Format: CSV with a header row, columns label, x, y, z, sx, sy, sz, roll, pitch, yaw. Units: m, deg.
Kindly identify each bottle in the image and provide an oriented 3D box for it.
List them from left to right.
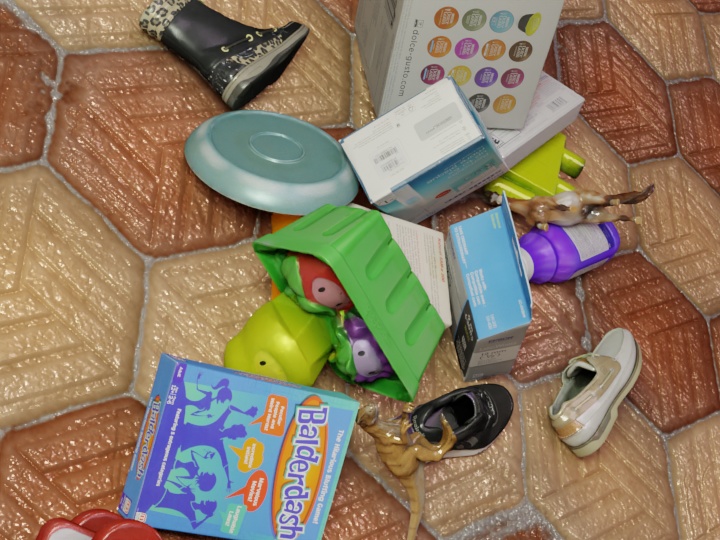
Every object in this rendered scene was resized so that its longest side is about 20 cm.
label,x,y,z,sx,sy,sz,roll,pitch,yaw
bottle,0.258,-0.027,1.624,0.199,0.065,0.084,-21,68,-44

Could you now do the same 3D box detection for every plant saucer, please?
label,x,y,z,sx,sy,sz,roll,pitch,yaw
plant saucer,-0.095,-0.127,1.372,0.198,0.028,0.201,12,32,-8

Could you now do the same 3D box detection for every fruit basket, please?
label,x,y,z,sx,sy,sz,roll,pitch,yaw
fruit basket,-0.041,0.058,1.247,0.214,0.155,0.218,-7,101,-37

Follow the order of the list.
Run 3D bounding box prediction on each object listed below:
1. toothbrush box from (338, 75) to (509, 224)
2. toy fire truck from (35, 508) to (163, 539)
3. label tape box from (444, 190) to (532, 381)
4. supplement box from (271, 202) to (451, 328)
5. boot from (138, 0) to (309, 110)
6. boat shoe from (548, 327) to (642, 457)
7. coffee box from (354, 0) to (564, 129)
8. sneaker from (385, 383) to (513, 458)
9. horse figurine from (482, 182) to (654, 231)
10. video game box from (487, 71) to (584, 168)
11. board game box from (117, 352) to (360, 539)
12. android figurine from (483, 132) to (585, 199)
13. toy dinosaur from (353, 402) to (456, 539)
label,x,y,z,sx,sy,sz,roll,pitch,yaw
toothbrush box,0.078,-0.132,1.434,0.086,0.146,0.200,63,9,11
toy fire truck,-0.196,0.300,1.036,0.199,0.112,0.169,29,73,-24
label tape box,0.139,0.022,1.407,0.065,0.200,0.145,-10,66,-5
supplement box,0.000,0.000,1.397,0.199,0.073,0.127,17,53,-28
boot,-0.155,-0.282,1.457,0.153,0.074,0.204,38,36,-1
boat shoe,0.292,0.135,1.543,0.068,0.075,0.201,45,46,-14
coffee box,0.116,-0.318,1.538,0.196,0.201,0.201,1,44,-14
sneaker,0.118,0.164,1.377,0.199,0.087,0.076,-16,73,-43
horse figurine,0.271,-0.080,1.575,0.198,0.132,0.050,-7,101,-17
video game box,0.168,-0.223,1.635,0.182,0.047,0.200,40,49,18
board game box,-0.111,0.174,1.166,0.199,0.045,0.154,15,91,-31
android figurine,0.209,-0.160,1.676,0.199,0.041,0.183,25,50,-11
toy dinosaur,0.050,0.194,1.267,0.201,0.106,0.060,65,-2,-29
